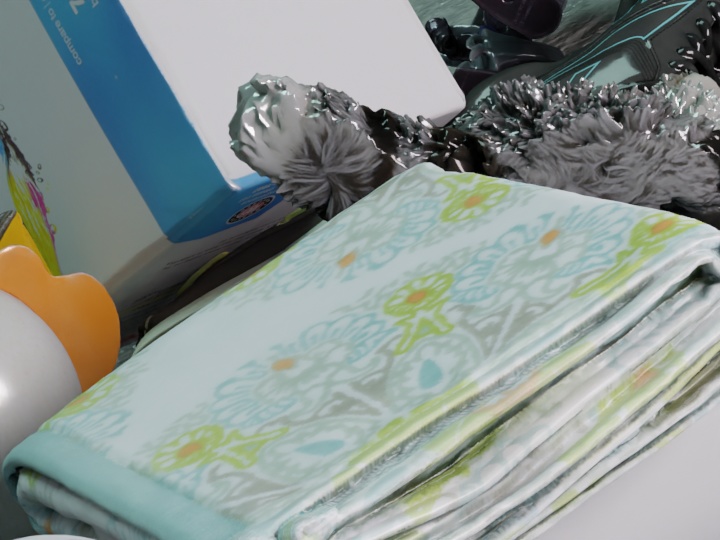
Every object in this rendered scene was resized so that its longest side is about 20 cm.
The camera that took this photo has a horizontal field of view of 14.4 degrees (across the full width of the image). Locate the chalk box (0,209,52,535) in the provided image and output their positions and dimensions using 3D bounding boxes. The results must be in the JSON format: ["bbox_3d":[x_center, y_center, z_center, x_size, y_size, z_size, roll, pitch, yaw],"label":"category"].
[{"bbox_3d":[-0.198,0.087,1.072,0.200,0.124,0.124,-24,19,17],"label":"chalk box"}]

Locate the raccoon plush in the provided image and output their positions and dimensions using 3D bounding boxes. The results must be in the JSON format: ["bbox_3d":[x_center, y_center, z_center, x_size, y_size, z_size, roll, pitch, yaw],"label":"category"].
[{"bbox_3d":[0.061,-0.048,0.988,0.097,0.200,0.134,-57,8,18],"label":"raccoon plush"}]

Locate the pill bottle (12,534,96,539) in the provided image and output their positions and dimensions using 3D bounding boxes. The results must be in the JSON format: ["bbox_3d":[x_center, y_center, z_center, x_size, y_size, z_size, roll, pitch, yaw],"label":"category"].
[{"bbox_3d":[-0.054,0.127,0.660,0.200,0.120,0.120,10,39,40],"label":"pill bottle"}]

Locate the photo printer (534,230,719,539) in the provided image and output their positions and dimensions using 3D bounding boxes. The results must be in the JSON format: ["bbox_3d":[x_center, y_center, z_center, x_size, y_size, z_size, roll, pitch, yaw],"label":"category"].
[{"bbox_3d":[0.055,0.059,0.847,0.200,0.070,0.166,-28,17,0],"label":"photo printer"}]

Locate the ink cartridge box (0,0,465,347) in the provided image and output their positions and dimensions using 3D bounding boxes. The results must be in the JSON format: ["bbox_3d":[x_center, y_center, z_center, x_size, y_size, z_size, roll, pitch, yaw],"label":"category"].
[{"bbox_3d":[-0.094,-0.064,1.169,0.147,0.146,0.200,-23,-11,-47],"label":"ink cartridge box"}]

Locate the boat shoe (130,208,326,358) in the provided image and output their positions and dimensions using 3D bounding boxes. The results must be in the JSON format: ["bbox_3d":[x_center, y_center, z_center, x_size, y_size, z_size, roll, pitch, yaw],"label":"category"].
[{"bbox_3d":[0.000,0.000,1.098,0.201,0.072,0.061,-24,21,21],"label":"boat shoe"}]

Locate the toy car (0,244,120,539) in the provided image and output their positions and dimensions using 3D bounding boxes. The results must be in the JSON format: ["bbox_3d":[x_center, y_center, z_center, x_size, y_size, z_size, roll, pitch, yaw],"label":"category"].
[{"bbox_3d":[-0.150,0.080,0.929,0.200,0.177,0.184,-33,27,-22],"label":"toy car"}]

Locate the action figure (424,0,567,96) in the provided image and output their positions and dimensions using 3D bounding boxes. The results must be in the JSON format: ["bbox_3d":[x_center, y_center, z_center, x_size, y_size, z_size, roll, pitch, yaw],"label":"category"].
[{"bbox_3d":[0.074,-0.140,1.335,0.069,0.130,0.200,15,24,-1],"label":"action figure"}]

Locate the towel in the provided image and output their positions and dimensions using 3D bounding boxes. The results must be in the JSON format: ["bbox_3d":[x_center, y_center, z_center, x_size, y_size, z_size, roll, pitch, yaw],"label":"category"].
[{"bbox_3d":[0.002,0.037,0.802,0.171,0.048,0.200,-33,21,-19],"label":"towel"}]

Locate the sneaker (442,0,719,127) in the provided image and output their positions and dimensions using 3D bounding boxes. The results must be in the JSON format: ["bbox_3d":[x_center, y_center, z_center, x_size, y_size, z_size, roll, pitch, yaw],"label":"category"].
[{"bbox_3d":[0.126,-0.079,1.160,0.200,0.075,0.079,-40,30,-10],"label":"sneaker"}]
